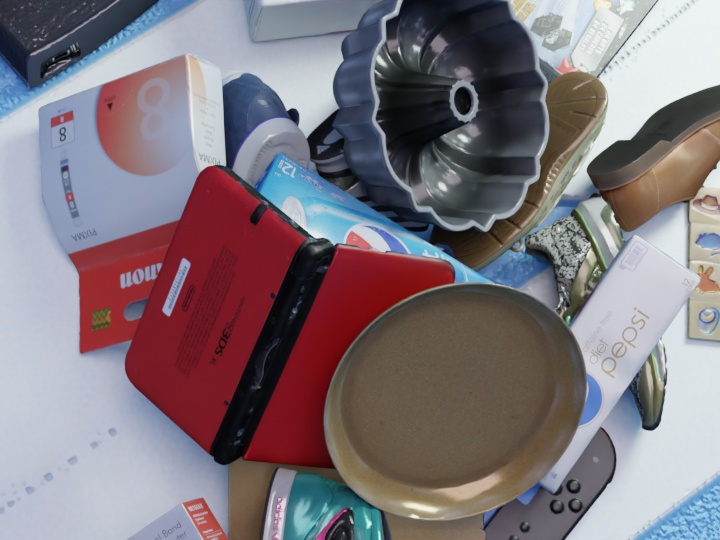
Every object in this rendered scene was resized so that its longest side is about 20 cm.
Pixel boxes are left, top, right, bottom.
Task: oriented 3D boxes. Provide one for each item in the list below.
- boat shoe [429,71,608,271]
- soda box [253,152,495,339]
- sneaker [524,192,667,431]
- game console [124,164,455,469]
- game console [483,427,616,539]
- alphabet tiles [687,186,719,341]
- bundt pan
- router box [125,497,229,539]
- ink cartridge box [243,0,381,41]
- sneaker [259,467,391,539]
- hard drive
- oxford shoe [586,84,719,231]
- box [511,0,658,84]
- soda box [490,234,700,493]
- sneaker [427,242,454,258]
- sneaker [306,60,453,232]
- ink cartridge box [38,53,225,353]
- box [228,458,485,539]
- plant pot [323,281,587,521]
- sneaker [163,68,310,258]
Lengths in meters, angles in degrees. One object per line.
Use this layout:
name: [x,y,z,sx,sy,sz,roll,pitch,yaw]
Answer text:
boat shoe: [0.136,-0.071,1.640,0.073,0.063,0.200,40,82,25]
soda box: [0.000,0.000,1.508,0.199,0.068,0.064,31,43,-8]
sneaker: [0.189,0.042,1.629,0.088,0.077,0.201,-19,72,-1]
game console: [-0.056,0.037,1.483,0.172,0.201,0.118,39,31,24]
game console: [0.086,0.148,1.595,0.200,0.031,0.177,40,72,4]
alphabet tiles: [0.356,0.000,1.692,0.165,0.006,0.201,5,74,-7]
bundt pan: [0.054,-0.128,1.554,0.201,0.076,0.203,3,86,-44]
router box: [-0.155,0.295,1.463,0.200,0.049,0.180,-35,81,12]
ink cartridge box: [-0.035,-0.303,1.676,0.147,0.086,0.201,-8,74,-10]
sneaker: [-0.017,0.254,1.504,0.120,0.084,0.201,6,92,6]
hard drive: [-0.235,-0.257,1.654,0.200,0.042,0.135,-40,83,-17]
oxford shoe: [0.275,-0.100,1.684,0.200,0.071,0.072,-34,111,-23]
box: [0.190,-0.257,1.721,0.137,0.040,0.200,38,72,4]
soda box: [0.179,0.071,1.552,0.064,0.068,0.200,35,91,3]
sneaker: [-0.006,0.048,1.592,0.199,0.077,0.085,-31,93,-3]
sneaker: [0.034,-0.100,1.648,0.201,0.075,0.116,-45,126,-39]
ink cartridge box: [-0.178,-0.051,1.553,0.162,0.050,0.201,-15,68,33]
box: [-0.003,0.159,1.550,0.199,0.021,0.164,0,91,-3]
plant pot: [0.068,0.093,1.472,0.199,0.028,0.201,-6,117,-11]
sneaker: [-0.123,-0.064,1.609,0.080,0.146,0.201,16,111,-38]
